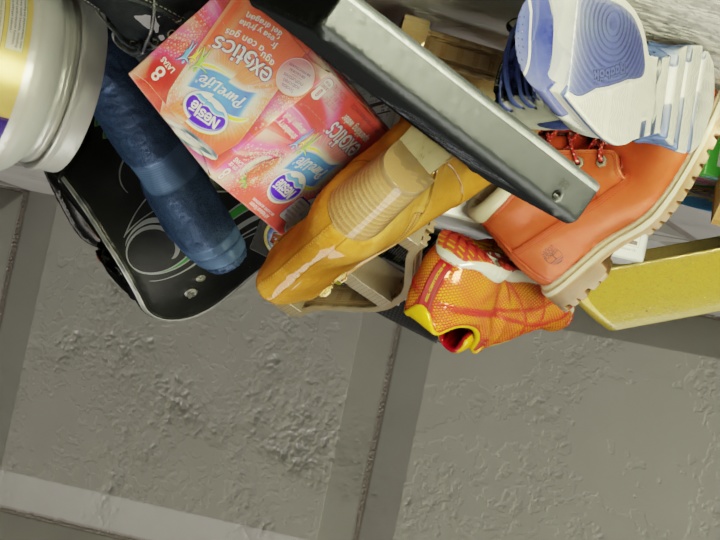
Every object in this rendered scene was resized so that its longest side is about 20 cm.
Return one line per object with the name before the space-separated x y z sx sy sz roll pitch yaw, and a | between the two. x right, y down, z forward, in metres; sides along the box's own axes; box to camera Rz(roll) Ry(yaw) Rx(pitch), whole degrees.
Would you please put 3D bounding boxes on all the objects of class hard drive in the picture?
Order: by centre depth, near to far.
hard drive | 0.033 -0.106 1.484 0.200 0.033 0.140 35 180 -25

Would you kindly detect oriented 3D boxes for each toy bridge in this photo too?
toy bridge | 0.118 -0.122 1.597 0.199 0.027 0.067 12 180 -4
toy bridge | 0.000 0.000 1.780 0.067 0.027 0.200 33 152 -15

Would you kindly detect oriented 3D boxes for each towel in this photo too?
towel | -0.152 -0.091 1.836 0.200 0.048 0.112 60 175 -21

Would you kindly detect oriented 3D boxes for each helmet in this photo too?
helmet | -0.132 -0.074 2.004 0.200 0.190 0.200 54 170 14

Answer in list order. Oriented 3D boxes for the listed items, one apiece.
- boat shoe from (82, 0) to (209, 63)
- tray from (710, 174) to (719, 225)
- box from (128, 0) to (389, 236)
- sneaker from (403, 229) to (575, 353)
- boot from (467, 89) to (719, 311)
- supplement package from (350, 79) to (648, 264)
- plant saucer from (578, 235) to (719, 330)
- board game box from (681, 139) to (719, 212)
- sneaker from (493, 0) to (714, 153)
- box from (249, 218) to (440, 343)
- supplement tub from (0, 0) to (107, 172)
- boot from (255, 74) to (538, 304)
boat shoe | -0.128 -0.162 1.639 0.074 0.062 0.200 11 176 43
tray | 0.347 -0.051 1.731 0.199 0.037 0.099 11 148 -2
box | -0.053 -0.096 1.632 0.095 0.103 0.200 50 -176 22
sneaker | 0.085 0.021 1.770 0.073 0.077 0.200 37 -169 30
boot | 0.156 -0.068 1.670 0.107 0.200 0.075 41 -147 -6
supplement package | 0.094 -0.078 1.814 0.199 0.111 0.156 14 176 -14
plant saucer | 0.247 0.005 1.889 0.199 0.049 0.200 -10 -178 5
board game box | 0.273 -0.073 1.887 0.153 0.040 0.200 13 176 -21
sneaker | 0.117 -0.111 1.473 0.115 0.081 0.199 7 176 29
box | 0.029 -0.034 1.922 0.160 0.044 0.200 26 -151 10
supplement tub | -0.284 -0.147 1.705 0.199 0.146 0.145 14 176 -24
boot | 0.019 -0.052 1.639 0.144 0.071 0.201 -38 177 38
